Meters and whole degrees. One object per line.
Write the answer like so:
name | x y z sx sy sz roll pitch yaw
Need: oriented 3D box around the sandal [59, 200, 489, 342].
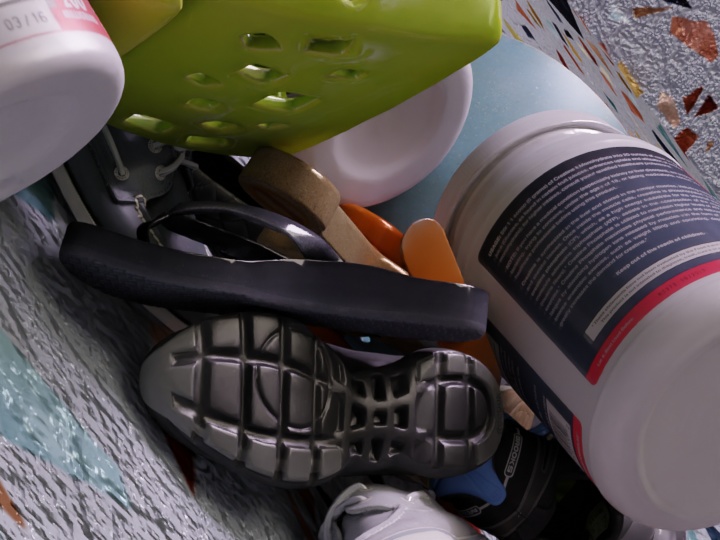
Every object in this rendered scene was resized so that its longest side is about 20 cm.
sandal | -0.039 -0.002 1.057 0.199 0.076 0.043 9 80 -24

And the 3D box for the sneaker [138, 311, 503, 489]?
sneaker | -0.027 0.066 1.085 0.199 0.079 0.076 13 75 -41

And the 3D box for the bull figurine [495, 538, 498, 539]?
bull figurine | 0.123 0.191 1.258 0.120 0.066 0.200 10 25 5

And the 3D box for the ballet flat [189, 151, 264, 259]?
ballet flat | -0.083 -0.063 1.217 0.200 0.057 0.067 44 19 -39

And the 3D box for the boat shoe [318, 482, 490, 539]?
boat shoe | 0.015 0.128 1.091 0.068 0.072 0.200 43 13 15

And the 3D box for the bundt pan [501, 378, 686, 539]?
bundt pan | 0.136 0.121 1.501 0.202 0.076 0.202 52 14 -18

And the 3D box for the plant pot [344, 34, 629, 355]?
plant pot | 0.046 -0.016 1.344 0.201 0.200 0.135 52 49 -12

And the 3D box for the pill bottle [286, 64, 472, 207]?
pill bottle | -0.036 -0.131 1.283 0.200 0.112 0.112 48 6 39

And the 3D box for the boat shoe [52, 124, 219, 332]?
boat shoe | -0.107 -0.057 1.109 0.201 0.062 0.073 57 12 4

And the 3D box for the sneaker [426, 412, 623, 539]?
sneaker | 0.103 0.117 1.228 0.083 0.071 0.199 43 14 23

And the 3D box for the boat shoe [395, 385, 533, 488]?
boat shoe | 0.043 0.084 1.287 0.064 0.072 0.200 24 2 18

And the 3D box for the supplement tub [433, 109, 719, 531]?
supplement tub | 0.132 0.020 1.180 0.140 0.140 0.200 43 5 -41

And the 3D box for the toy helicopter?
toy helicopter | 0.000 0.000 1.148 0.132 0.079 0.200 27 -12 29

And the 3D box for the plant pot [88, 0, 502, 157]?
plant pot | -0.074 -0.164 1.022 0.180 0.199 0.202 -2 79 -33

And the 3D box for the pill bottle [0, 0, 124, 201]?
pill bottle | -0.183 -0.127 0.904 0.201 0.114 0.114 59 14 14
